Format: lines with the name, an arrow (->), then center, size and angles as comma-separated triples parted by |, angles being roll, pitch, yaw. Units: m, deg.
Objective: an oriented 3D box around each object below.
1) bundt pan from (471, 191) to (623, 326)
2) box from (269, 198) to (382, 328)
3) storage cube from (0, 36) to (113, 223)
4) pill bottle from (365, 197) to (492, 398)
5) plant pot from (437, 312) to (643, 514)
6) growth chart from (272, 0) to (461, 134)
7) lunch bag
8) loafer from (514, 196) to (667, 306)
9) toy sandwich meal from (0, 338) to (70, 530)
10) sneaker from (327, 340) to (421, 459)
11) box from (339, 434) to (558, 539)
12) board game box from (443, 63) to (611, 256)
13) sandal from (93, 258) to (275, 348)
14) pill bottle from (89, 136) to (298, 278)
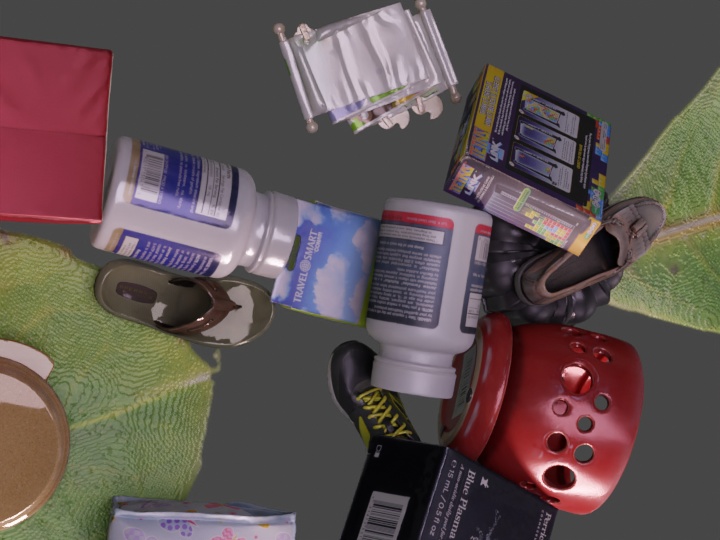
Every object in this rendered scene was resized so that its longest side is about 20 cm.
bundt pan -> 0.221, -0.025, 1.643 | 0.200, 0.076, 0.203 | 0, 91, -18
box -> 0.000, 0.000, 1.586 | 0.199, 0.048, 0.123 | 14, 87, -19
storage cube -> -0.354, -0.136, 1.400 | 0.179, 0.200, 0.172 | 3, 90, -24
pill bottle -> 0.068, 0.030, 1.525 | 0.119, 0.120, 0.201 | 9, 89, -17
plant pot -> 0.190, 0.151, 1.580 | 0.181, 0.200, 0.202 | 16, 87, -8
growth chart -> 0.012, -0.225, 1.601 | 0.199, 0.018, 0.146 | -15, 96, -17
lunch bag -> -0.170, 0.331, 1.505 | 0.198, 0.127, 0.171 | 4, 88, -8
loafer -> 0.265, -0.018, 1.583 | 0.199, 0.063, 0.072 | -30, 99, -14
toy sandwich meal -> -0.392, 0.167, 1.462 | 0.204, 0.070, 0.207 | -2, 97, -18
sneaker -> 0.030, 0.169, 1.582 | 0.074, 0.085, 0.201 | -28, 101, -16
box -> 0.084, 0.301, 1.493 | 0.200, 0.117, 0.198 | 32, 69, -39
board game box -> 0.186, -0.124, 1.562 | 0.164, 0.200, 0.057 | 25, 128, -5
sandal -> -0.184, 0.039, 1.523 | 0.200, 0.057, 0.080 | 10, 89, -24
pill bottle -> -0.172, -0.058, 1.495 | 0.199, 0.120, 0.121 | 15, 87, -17
